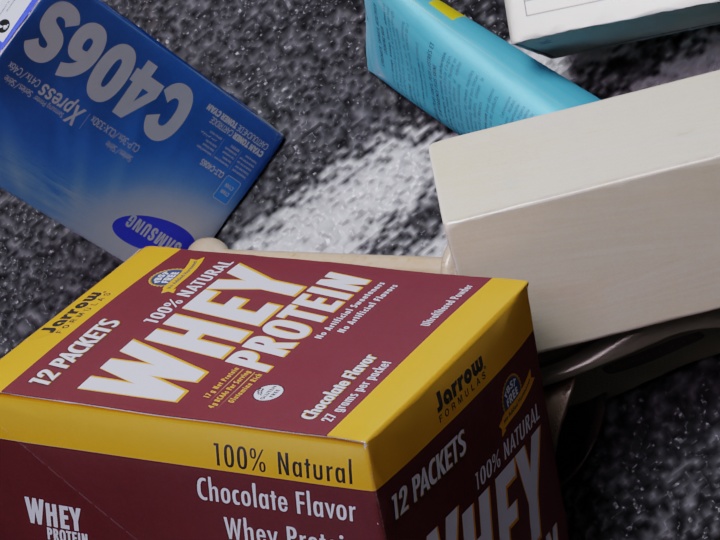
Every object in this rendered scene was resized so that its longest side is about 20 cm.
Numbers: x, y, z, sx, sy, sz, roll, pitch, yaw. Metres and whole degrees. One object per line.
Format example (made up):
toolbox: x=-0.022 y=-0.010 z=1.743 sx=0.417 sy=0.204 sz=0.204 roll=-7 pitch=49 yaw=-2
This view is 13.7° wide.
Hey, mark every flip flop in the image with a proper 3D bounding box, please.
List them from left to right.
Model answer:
flip flop: x=0.081 y=0.067 z=1.284 sx=0.199 sy=0.081 sz=0.058 roll=-24 pitch=75 yaw=15

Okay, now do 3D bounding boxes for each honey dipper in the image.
honey dipper: x=0.000 y=0.000 z=1.375 sx=0.199 sy=0.038 sz=0.038 roll=1 pitch=72 yaw=33

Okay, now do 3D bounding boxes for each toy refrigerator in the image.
toy refrigerator: x=0.134 y=-0.032 z=1.231 sx=0.199 sy=0.076 sz=0.070 roll=-15 pitch=35 yaw=3

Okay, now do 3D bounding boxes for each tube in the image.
tube: x=0.068 y=-0.073 z=1.347 sx=0.050 sy=0.078 sz=0.200 roll=-34 pitch=52 yaw=-29

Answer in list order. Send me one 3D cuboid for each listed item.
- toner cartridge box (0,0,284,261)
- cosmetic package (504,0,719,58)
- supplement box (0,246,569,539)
toner cartridge box: x=-0.123 y=-0.069 z=1.373 sx=0.043 sy=0.200 sz=0.095 roll=39 pitch=93 yaw=34
cosmetic package: x=0.107 y=-0.203 z=1.324 sx=0.103 sy=0.073 sz=0.201 roll=-9 pitch=86 yaw=18
supplement box: x=-0.029 y=0.113 z=1.226 sx=0.197 sy=0.201 sz=0.133 roll=5 pitch=29 yaw=32
